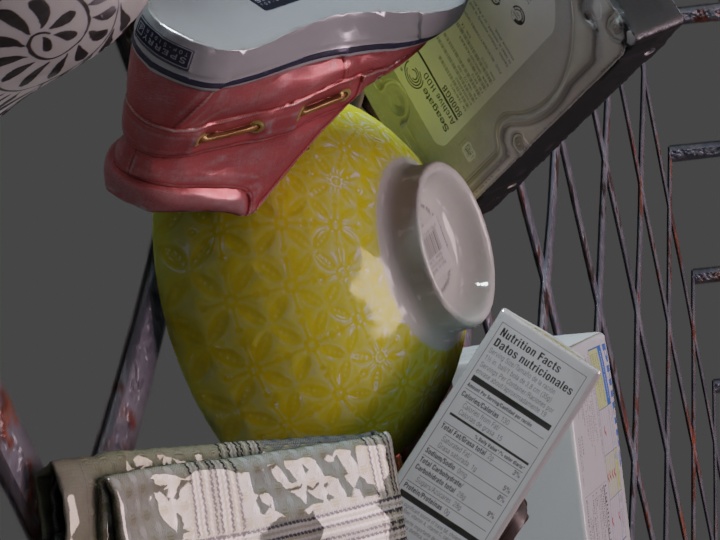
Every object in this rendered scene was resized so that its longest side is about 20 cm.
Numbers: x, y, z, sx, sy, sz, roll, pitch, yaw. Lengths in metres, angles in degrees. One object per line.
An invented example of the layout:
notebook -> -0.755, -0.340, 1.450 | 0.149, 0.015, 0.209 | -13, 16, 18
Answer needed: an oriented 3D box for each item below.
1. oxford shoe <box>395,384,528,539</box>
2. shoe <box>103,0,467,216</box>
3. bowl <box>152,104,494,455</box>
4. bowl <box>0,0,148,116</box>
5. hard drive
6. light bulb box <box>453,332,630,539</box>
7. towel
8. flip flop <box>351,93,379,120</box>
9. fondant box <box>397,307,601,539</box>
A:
oxford shoe -> 0.054, 0.111, 1.185 | 0.071, 0.072, 0.201 | -45, 127, -72
shoe -> -0.034, -0.088, 0.978 | 0.200, 0.071, 0.091 | -23, 143, -48
bowl -> 0.000, 0.000, 1.049 | 0.200, 0.107, 0.201 | 40, 43, -51
bowl -> -0.111, -0.157, 0.791 | 0.201, 0.094, 0.202 | -5, 90, -77
hard drive -> 0.059, -0.122, 1.053 | 0.140, 0.038, 0.200 | 61, -32, 10
light bulb box -> 0.103, 0.148, 1.461 | 0.200, 0.124, 0.200 | -6, 89, -77
towel -> -0.042, 0.164, 0.883 | 0.199, 0.034, 0.194 | -2, 86, -47
flip flop -> 0.017, -0.110, 1.308 | 0.081, 0.057, 0.201 | -71, 169, -64
fondant box -> 0.032, 0.126, 1.046 | 0.201, 0.058, 0.144 | -56, 175, -10
